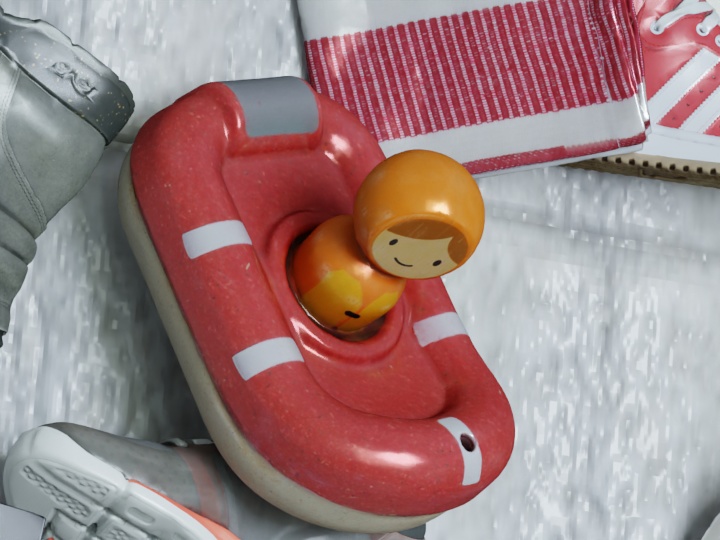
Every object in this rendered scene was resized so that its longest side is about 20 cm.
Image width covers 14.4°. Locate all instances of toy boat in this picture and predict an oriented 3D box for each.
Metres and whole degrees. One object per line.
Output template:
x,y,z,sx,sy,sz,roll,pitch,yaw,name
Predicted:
0.000,0.000,1.133,0.130,0.131,0.201,-9,68,-45,toy boat

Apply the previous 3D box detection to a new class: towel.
0.040,-0.140,1.224,0.143,0.023,0.201,-10,87,7,towel

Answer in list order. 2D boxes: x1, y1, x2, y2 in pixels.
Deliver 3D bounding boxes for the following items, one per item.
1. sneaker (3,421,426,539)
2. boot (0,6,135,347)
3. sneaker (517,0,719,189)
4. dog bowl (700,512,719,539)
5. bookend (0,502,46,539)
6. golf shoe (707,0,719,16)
-0.056,0.096,1.164,0.199,0.077,0.082,28,53,-28,sneaker
-0.193,-0.065,1.110,0.200,0.068,0.131,37,74,-17,boot
0.155,-0.094,1.253,0.199,0.071,0.113,8,85,1,sneaker
0.231,0.172,1.231,0.059,0.199,0.201,19,73,-51,dog bowl
-0.152,0.138,1.024,0.199,0.198,0.093,20,72,-25,bookend
0.220,-0.158,1.321,0.200,0.097,0.079,-34,101,-26,golf shoe
